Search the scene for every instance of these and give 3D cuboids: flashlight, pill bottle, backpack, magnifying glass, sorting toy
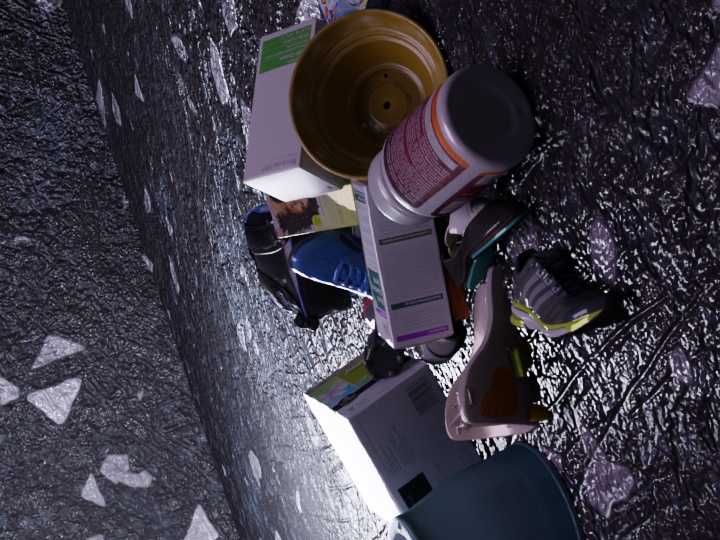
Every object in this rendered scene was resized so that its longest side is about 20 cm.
[{"bbox_3d":[0.030,0.081,1.889,0.068,0.067,0.200,62,-166,-21],"label":"flashlight"},{"bbox_3d":[0.091,-0.127,1.526,0.200,0.113,0.115,-37,70,58],"label":"pill bottle"},{"bbox_3d":[-0.079,-0.024,2.114,0.200,0.146,0.185,13,119,65],"label":"backpack"},{"bbox_3d":[0.093,-0.037,1.731,0.080,0.022,0.202,132,120,-70],"label":"magnifying glass"},{"bbox_3d":[0.152,0.093,1.630,0.200,0.106,0.182,97,170,-78],"label":"sorting toy"}]

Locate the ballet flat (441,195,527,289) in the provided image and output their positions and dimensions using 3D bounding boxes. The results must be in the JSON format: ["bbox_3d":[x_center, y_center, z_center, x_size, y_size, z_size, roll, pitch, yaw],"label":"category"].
[{"bbox_3d":[0.127,-0.040,1.603,0.068,0.068,0.200,48,156,10],"label":"ballet flat"}]

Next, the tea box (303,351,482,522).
[{"bbox_3d":[0.048,0.224,1.895,0.201,0.133,0.196,61,164,-15],"label":"tea box"}]

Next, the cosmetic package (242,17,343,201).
[{"bbox_3d":[-0.074,-0.198,1.781,0.107,0.084,0.202,-12,64,41],"label":"cosmetic package"}]

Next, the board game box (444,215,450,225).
[{"bbox_3d":[0.063,-0.125,1.814,0.200,0.019,0.104,-151,47,-66],"label":"board game box"}]

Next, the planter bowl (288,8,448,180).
[{"bbox_3d":[0.021,-0.202,1.698,0.202,0.199,0.083,70,-164,11],"label":"planter bowl"}]

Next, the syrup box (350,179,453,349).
[{"bbox_3d":[0.050,-0.015,1.709,0.079,0.081,0.202,-142,41,-75],"label":"syrup box"}]

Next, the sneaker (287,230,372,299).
[{"bbox_3d":[0.000,0.000,1.853,0.079,0.199,0.066,49,120,45],"label":"sneaker"}]

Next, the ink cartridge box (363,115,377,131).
[{"bbox_3d":[0.016,-0.144,1.846,0.201,0.039,0.100,90,157,-45],"label":"ink cartridge box"}]

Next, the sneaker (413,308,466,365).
[{"bbox_3d":[0.083,0.017,1.813,0.202,0.073,0.079,65,151,7],"label":"sneaker"}]

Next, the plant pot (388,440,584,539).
[{"bbox_3d":[0.141,0.329,1.703,0.200,0.186,0.202,163,90,-72],"label":"plant pot"}]

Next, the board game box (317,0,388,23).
[{"bbox_3d":[-0.011,-0.370,1.796,0.200,0.034,0.136,114,136,-63],"label":"board game box"}]

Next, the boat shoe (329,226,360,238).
[{"bbox_3d":[-0.039,-0.115,1.885,0.069,0.056,0.202,-159,54,-69],"label":"boat shoe"}]

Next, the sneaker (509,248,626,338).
[{"bbox_3d":[0.202,0.020,1.451,0.200,0.073,0.082,-172,70,-69],"label":"sneaker"}]

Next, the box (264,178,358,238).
[{"bbox_3d":[-0.034,-0.092,1.816,0.199,0.050,0.076,-9,102,43],"label":"box"}]
